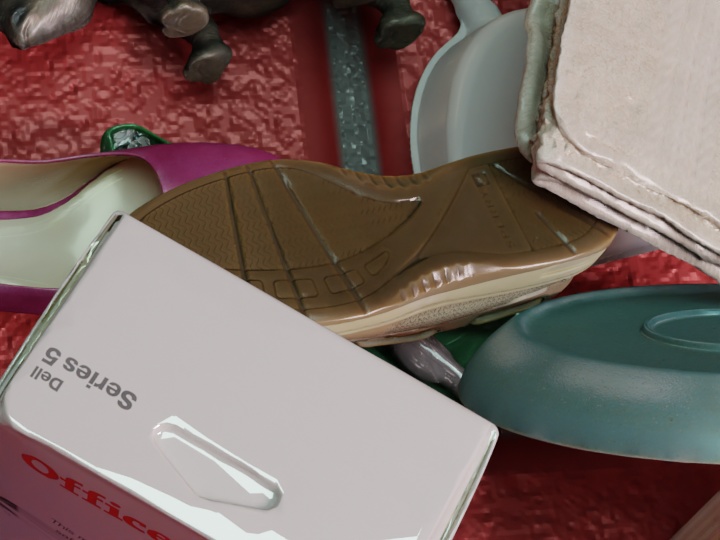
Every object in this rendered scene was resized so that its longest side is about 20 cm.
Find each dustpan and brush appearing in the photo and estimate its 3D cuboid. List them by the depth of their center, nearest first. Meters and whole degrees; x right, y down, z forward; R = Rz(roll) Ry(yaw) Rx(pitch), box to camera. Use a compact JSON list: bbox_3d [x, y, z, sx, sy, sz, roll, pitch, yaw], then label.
[{"bbox_3d":[0.068,-0.088,0.903,0.139,0.057,0.201,-13,75,-25],"label":"dustpan and brush"}]

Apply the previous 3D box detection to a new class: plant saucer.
[{"bbox_3d":[0.134,0.032,0.754,0.198,0.200,0.028,-3,101,-11],"label":"plant saucer"}]

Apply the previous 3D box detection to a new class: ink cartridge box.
[{"bbox_3d":[-0.048,0.085,0.717,0.145,0.200,0.084,29,64,4],"label":"ink cartridge box"}]

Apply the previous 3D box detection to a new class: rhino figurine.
[{"bbox_3d":[-0.077,-0.128,0.884,0.198,0.060,0.088,-9,55,-12],"label":"rhino figurine"}]

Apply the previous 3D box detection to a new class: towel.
[{"bbox_3d":[0.132,-0.099,0.812,0.132,0.034,0.201,27,64,-23],"label":"towel"}]

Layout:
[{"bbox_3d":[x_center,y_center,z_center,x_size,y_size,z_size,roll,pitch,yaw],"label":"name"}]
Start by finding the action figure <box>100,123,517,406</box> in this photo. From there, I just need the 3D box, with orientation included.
[{"bbox_3d":[-0.030,0.006,0.838,0.200,0.055,0.118,37,64,10],"label":"action figure"}]

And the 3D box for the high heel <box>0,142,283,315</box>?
[{"bbox_3d":[-0.126,-0.022,0.779,0.198,0.096,0.068,-7,71,7],"label":"high heel"}]

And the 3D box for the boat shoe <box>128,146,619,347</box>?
[{"bbox_3d":[0.000,0.000,0.778,0.199,0.065,0.073,-10,61,-22],"label":"boat shoe"}]

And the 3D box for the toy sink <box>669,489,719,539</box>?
[{"bbox_3d":[0.201,0.168,0.763,0.111,0.131,0.201,-12,70,-15],"label":"toy sink"}]
